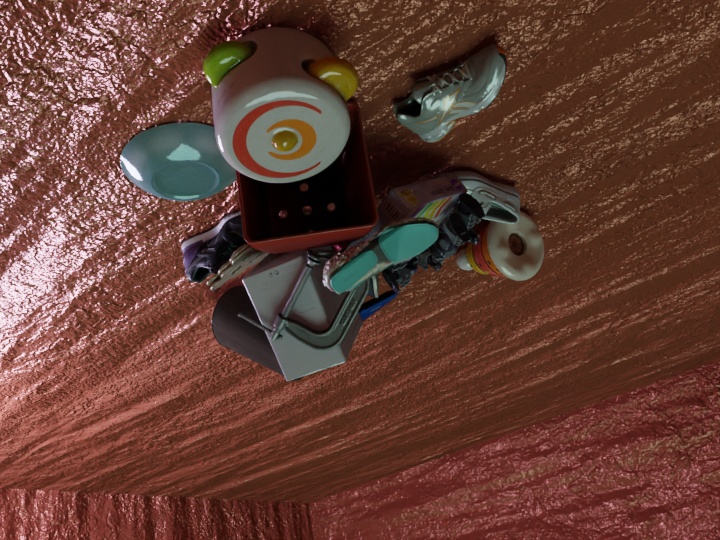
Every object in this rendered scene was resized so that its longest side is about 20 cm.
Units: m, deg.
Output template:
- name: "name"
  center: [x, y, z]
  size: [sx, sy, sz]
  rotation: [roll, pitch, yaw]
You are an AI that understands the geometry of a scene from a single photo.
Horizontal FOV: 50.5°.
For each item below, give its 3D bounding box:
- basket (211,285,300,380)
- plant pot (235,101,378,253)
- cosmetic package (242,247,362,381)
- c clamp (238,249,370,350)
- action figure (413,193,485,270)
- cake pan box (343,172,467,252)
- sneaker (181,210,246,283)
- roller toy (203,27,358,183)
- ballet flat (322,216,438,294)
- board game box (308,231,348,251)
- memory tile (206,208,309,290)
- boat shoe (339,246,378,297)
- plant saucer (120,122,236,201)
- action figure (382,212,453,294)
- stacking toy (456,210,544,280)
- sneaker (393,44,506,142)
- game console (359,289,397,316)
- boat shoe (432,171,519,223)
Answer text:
- name: "basket"
  center: [-0.192, 0.138, 1.615]
  size: [0.199, 0.137, 0.181]
  rotation: [24, 161, 30]
- name: "plant pot"
  center: [-0.088, -0.124, 1.208]
  size: [0.197, 0.202, 0.176]
  rotation: [-8, 165, -5]
- name: "cosmetic package"
  center: [-0.098, 0.059, 1.378]
  size: [0.122, 0.202, 0.199]
  rotation: [-21, -169, 14]
- name: "c clamp"
  center: [-0.084, 0.046, 1.254]
  size: [0.170, 0.027, 0.201]
  rotation: [34, 107, -2]
- name: "action figure"
  center: [0.161, -0.053, 1.369]
  size: [0.130, 0.069, 0.200]
  rotation: [-39, 169, -20]
- name: "cake pan box"
  center: [0.070, -0.074, 1.316]
  size: [0.183, 0.053, 0.200]
  rotation: [-17, 154, -48]
- name: "sneaker"
  center: [-0.247, -0.037, 1.414]
  size: [0.199, 0.088, 0.075]
  rotation: [-27, 149, 29]
- name: "roller toy"
  center: [-0.106, -0.216, 1.034]
  size: [0.197, 0.141, 0.183]
  rotation: [-6, 144, -9]
- name: "ballet flat"
  center: [0.025, -0.035, 1.193]
  size: [0.198, 0.064, 0.076]
  rotation: [-27, 122, -1]
- name: "board game box"
  center: [-0.048, -0.015, 1.506]
  size: [0.156, 0.039, 0.201]
  rotation: [-7, 133, -22]
- name: "memory tile"
  center: [-0.186, -0.039, 1.395]
  size: [0.200, 0.017, 0.153]
  rotation: [-37, 176, -42]
- name: "boat shoe"
  center: [0.000, 0.000, 1.478]
  size: [0.062, 0.074, 0.200]
  rotation: [-4, 158, 7]
- name: "plant saucer"
  center: [-0.280, -0.159, 1.221]
  size: [0.198, 0.039, 0.202]
  rotation: [-8, 154, -4]
- name: "action figure"
  center: [0.132, -0.041, 1.509]
  size: [0.199, 0.069, 0.131]
  rotation: [-30, 143, -18]
- name: "stacking toy"
  center: [0.272, -0.036, 1.598]
  size: [0.145, 0.148, 0.199]
  rotation: [5, 166, -28]
- name: "sneaker"
  center: [0.128, -0.265, 1.129]
  size: [0.091, 0.076, 0.200]
  rotation: [15, 143, -33]
- name: "game console"
  center: [-0.045, 0.064, 1.601]
  size: [0.170, 0.119, 0.200]
  rotation: [-38, 173, 27]
- name: "boat shoe"
  center: [0.218, -0.131, 1.406]
  size: [0.198, 0.067, 0.074]
  rotation: [5, 150, -24]
